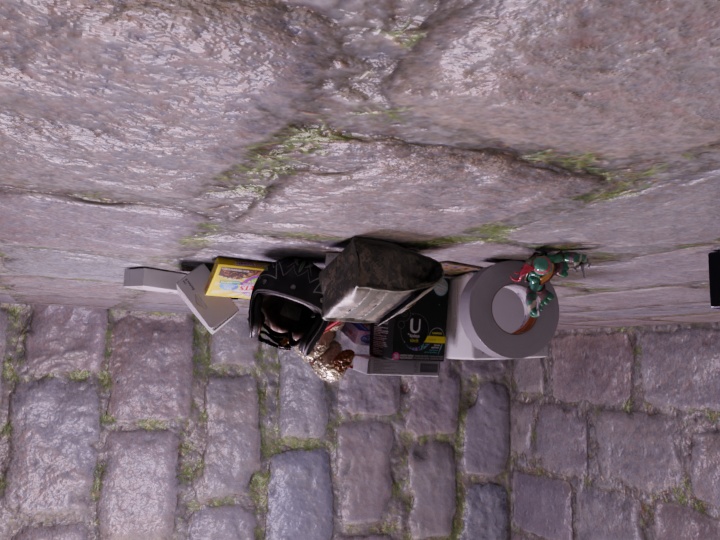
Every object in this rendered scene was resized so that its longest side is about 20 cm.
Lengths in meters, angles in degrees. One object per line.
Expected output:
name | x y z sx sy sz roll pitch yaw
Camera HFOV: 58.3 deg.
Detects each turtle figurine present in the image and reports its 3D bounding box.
turtle figurine | 0.354 0.009 1.215 0.150 0.101 0.200 -42 164 8

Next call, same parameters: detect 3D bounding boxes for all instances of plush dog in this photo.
plush dog | -0.099 0.201 1.611 0.160 0.172 0.200 -36 177 -27

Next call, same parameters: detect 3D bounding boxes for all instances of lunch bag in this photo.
lunch bag | 0.042 0.030 1.223 0.198 0.119 0.164 7 154 -27

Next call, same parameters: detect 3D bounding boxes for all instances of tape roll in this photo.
tape roll | 0.310 0.083 1.348 0.198 0.202 0.066 3 173 -10

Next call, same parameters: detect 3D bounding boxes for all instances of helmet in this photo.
helmet | -0.146 0.067 1.389 0.198 0.192 0.200 17 -166 -4

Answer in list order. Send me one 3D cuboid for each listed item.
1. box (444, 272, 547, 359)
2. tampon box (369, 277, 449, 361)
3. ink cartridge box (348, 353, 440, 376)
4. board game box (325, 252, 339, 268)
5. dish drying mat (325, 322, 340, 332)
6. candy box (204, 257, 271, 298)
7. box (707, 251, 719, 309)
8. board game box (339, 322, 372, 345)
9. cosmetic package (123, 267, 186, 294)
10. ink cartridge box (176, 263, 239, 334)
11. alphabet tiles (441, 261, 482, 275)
box | 0.318 0.112 1.551 0.198 0.201 0.171 1 173 -15
tampon box | 0.117 0.111 1.557 0.149 0.202 0.126 5 177 -26
ink cartridge box | 0.073 0.233 1.624 0.198 0.044 0.173 6 178 -24
board game box | 0.000 0.000 1.395 0.133 0.035 0.200 3 170 3
dish drying mat | -0.055 0.101 1.467 0.199 0.077 0.018 -35 114 22
candy box | -0.248 0.024 1.484 0.198 0.027 0.103 7 133 -31
box | 0.747 0.018 1.150 0.198 0.105 0.148 6 170 -27
board game box | 0.028 0.145 1.700 0.198 0.041 0.200 11 -166 -33
cosmetic package | -0.515 0.031 1.700 0.082 0.051 0.199 -5 170 34
ink cartridge box | -0.377 0.075 1.590 0.084 0.146 0.200 -39 -176 -16
alphabet tiles | 0.156 -0.005 1.455 0.199 0.008 0.166 8 170 -39
